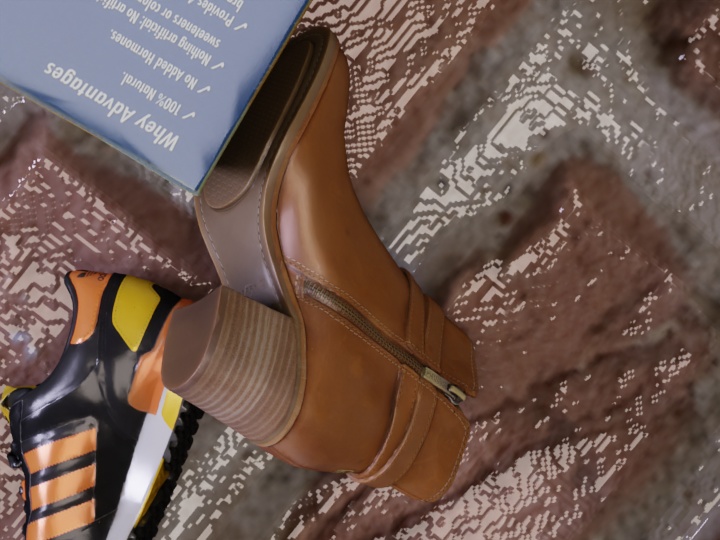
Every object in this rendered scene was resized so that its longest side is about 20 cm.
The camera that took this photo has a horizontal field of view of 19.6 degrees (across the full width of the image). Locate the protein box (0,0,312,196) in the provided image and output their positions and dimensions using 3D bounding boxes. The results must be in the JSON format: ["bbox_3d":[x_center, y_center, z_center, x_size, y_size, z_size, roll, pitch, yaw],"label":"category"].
[{"bbox_3d":[-0.106,-0.174,0.907,0.198,0.135,0.200,30,96,-10],"label":"protein box"}]

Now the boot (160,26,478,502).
[{"bbox_3d":[0.000,0.000,0.976,0.155,0.077,0.200,27,59,-30],"label":"boot"}]

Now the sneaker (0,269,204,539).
[{"bbox_3d":[-0.137,0.095,0.993,0.090,0.070,0.200,24,97,6],"label":"sneaker"}]
